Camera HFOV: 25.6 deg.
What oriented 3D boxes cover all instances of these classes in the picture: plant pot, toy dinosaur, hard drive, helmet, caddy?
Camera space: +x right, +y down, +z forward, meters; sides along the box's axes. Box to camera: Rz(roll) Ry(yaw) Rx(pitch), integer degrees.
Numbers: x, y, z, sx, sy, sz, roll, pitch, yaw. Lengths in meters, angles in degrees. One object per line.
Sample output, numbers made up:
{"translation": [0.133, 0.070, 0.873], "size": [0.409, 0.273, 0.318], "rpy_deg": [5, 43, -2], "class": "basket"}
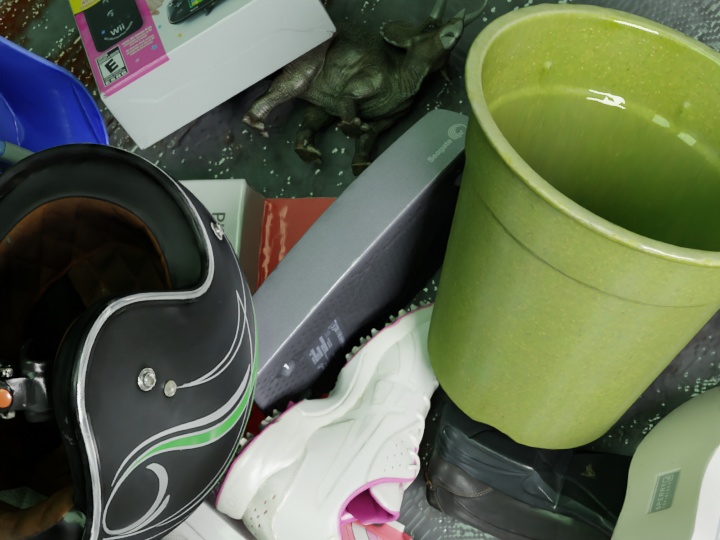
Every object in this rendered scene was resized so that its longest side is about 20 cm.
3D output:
{"translation": [0.121, -0.007, 0.863], "size": [0.200, 0.199, 0.191], "rpy_deg": [39, 133, 20], "class": "plant pot"}
{"translation": [-0.015, -0.123, 1.013], "size": [0.198, 0.077, 0.103], "rpy_deg": [6, 61, 31], "class": "toy dinosaur"}
{"translation": [0.000, 0.000, 0.928], "size": [0.042, 0.135, 0.200], "rpy_deg": [40, 81, 17], "class": "hard drive"}
{"translation": [-0.143, 0.045, 0.803], "size": [0.198, 0.191, 0.202], "rpy_deg": [11, 119, 21], "class": "helmet"}
{"translation": [-0.238, -0.070, 0.992], "size": [0.104, 0.199, 0.143], "rpy_deg": [6, 80, 33], "class": "caddy"}

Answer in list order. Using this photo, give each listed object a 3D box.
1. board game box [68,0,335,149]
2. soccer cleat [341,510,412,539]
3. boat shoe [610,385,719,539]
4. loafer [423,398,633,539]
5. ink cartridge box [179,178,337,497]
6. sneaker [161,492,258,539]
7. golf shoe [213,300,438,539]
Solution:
{"translation": [-0.117, -0.198, 1.023], "size": [0.147, 0.064, 0.201], "rpy_deg": [-29, 52, 7], "class": "board game box"}
{"translation": [0.041, 0.202, 0.915], "size": [0.199, 0.067, 0.077], "rpy_deg": [27, 78, 15], "class": "soccer cleat"}
{"translation": [0.187, 0.131, 0.851], "size": [0.072, 0.200, 0.069], "rpy_deg": [-23, 106, 26], "class": "boat shoe"}
{"translation": [0.129, 0.144, 0.914], "size": [0.199, 0.073, 0.073], "rpy_deg": [29, 125, 13], "class": "loafer"}
{"translation": [-0.077, 0.044, 0.996], "size": [0.174, 0.045, 0.202], "rpy_deg": [0, 77, 16], "class": "ink cartridge box"}
{"translation": [-0.085, 0.207, 0.911], "size": [0.200, 0.074, 0.116], "rpy_deg": [43, 90, 9], "class": "sneaker"}
{"translation": [0.008, 0.096, 0.921], "size": [0.091, 0.076, 0.200], "rpy_deg": [42, 60, 16], "class": "golf shoe"}
